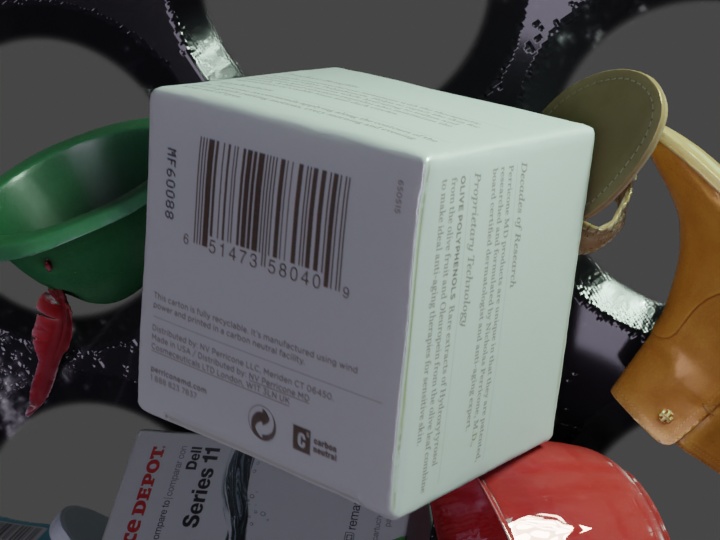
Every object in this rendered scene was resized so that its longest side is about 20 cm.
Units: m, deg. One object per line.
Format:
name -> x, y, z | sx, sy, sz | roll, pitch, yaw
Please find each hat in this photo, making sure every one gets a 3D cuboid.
hat -> -0.154, 0.015, 0.947 | 0.165, 0.200, 0.177 | -30, 116, -18

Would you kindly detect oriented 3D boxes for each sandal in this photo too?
sandal -> 0.128, -0.041, 0.896 | 0.212, 0.069, 0.078 | -48, 51, 35

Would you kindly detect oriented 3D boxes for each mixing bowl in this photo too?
mixing bowl -> 0.127, 0.185, 0.903 | 0.108, 0.200, 0.202 | -17, 102, -13

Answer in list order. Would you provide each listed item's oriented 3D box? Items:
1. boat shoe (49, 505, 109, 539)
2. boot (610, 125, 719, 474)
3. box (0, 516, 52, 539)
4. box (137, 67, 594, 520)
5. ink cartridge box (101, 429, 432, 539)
boat shoe -> -0.159, 0.261, 1.036 | 0.200, 0.071, 0.091 | 43, 106, -3
boot -> 0.200, 0.025, 0.886 | 0.201, 0.071, 0.144 | 45, 109, -6
box -> -0.254, 0.285, 1.078 | 0.082, 0.049, 0.202 | 7, 107, 12
box -> 0.000, 0.000, 0.842 | 0.198, 0.171, 0.202 | 17, 111, 35
ink cartridge box -> -0.063, 0.188, 0.947 | 0.198, 0.147, 0.083 | 2, 138, 13
